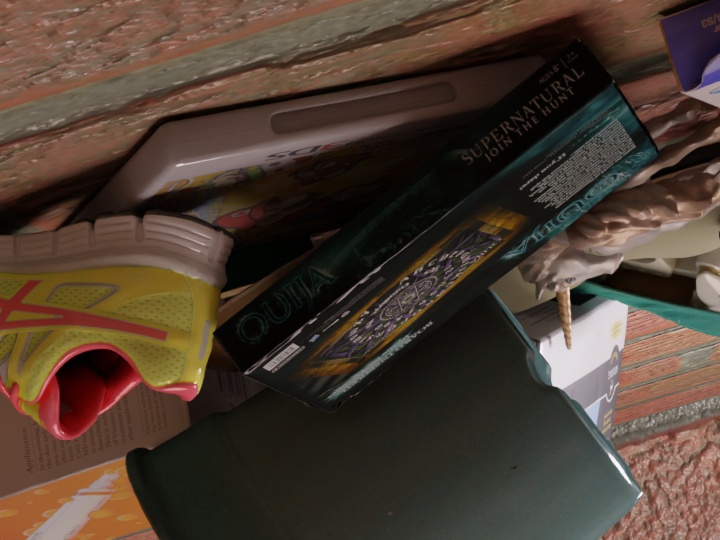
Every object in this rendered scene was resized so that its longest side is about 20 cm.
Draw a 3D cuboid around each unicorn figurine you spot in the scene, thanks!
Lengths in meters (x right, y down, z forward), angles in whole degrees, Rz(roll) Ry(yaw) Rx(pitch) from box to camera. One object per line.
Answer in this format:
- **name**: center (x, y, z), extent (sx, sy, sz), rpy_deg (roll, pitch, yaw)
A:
- **unicorn figurine**: center (0.132, -0.034, 1.307), extent (0.137, 0.074, 0.200), rpy_deg (-30, 169, 7)

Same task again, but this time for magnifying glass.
- **magnifying glass**: center (-0.074, 0.004, 1.285), extent (0.080, 0.022, 0.200), rpy_deg (-12, -177, 13)

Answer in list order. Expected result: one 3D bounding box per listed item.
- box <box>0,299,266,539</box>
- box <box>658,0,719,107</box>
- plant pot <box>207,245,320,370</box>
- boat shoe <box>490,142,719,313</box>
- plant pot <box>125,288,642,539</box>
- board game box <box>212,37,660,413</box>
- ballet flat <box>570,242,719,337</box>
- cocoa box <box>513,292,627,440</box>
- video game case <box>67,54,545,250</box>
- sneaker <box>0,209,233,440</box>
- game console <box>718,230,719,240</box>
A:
- **box**: center (-0.156, 0.088, 1.464), extent (0.200, 0.098, 0.124), rpy_deg (-19, 157, 21)
- **box**: center (0.214, -0.108, 1.187), extent (0.119, 0.042, 0.200), rpy_deg (-20, 168, 20)
- **plant pot**: center (0.000, 0.000, 1.310), extent (0.200, 0.028, 0.200), rpy_deg (-30, 175, -3)
- **boat shoe**: center (0.141, -0.038, 1.419), extent (0.201, 0.063, 0.074), rpy_deg (-18, 141, 0)
- **plant pot**: center (0.020, 0.111, 1.310), extent (0.196, 0.200, 0.200), rpy_deg (-38, 169, 4)
- **board game box**: center (0.038, -0.014, 1.166), extent (0.200, 0.028, 0.135), rpy_deg (-38, 163, 5)
- **ballet flat**: center (0.177, -0.004, 1.478), extent (0.200, 0.067, 0.070), rpy_deg (11, 171, 15)
- **cocoa box**: center (0.061, 0.078, 1.500), extent (0.133, 0.131, 0.200), rpy_deg (9, -170, 18)
- **video game case**: center (-0.032, -0.043, 1.197), extent (0.182, 0.023, 0.200), rpy_deg (-12, 170, -24)
- **sneaker**: center (-0.147, 0.031, 1.160), extent (0.200, 0.090, 0.078), rpy_deg (-10, 165, 33)
- **game console**: center (0.286, -0.024, 1.341), extent (0.172, 0.119, 0.200), rpy_deg (-3, 151, -40)
